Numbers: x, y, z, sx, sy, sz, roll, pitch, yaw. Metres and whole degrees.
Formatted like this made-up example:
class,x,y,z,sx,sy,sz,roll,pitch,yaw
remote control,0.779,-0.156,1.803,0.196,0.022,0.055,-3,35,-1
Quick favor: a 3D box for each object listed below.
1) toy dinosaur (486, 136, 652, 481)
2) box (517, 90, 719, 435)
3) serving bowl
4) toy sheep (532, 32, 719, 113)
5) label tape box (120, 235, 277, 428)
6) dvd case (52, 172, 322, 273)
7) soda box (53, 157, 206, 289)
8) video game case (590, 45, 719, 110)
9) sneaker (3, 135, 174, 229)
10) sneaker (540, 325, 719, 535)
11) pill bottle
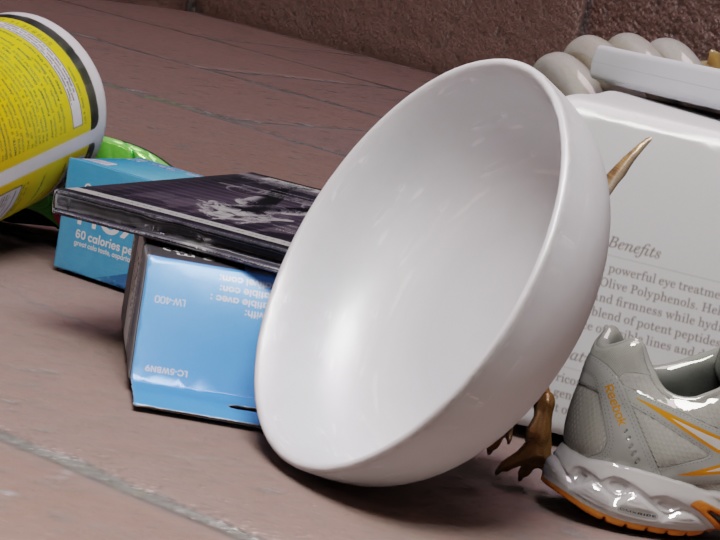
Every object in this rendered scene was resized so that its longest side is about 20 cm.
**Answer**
class,x,y,z,sx,sy,sz,roll,pitch,yaw
toy dinosaur,0.068,0.032,1.163,0.060,0.107,0.200,11,-35,-21
box,0.193,0.008,1.336,0.198,0.172,0.200,14,9,13
serving bowl,0.041,0.010,1.110,0.066,0.201,0.200,31,-2,-29
toy sheep,0.143,-0.076,1.510,0.199,0.138,0.138,-22,17,-12
label tape box,-0.042,0.027,1.259,0.144,0.064,0.200,10,8,-9
dvd case,-0.044,-0.025,1.320,0.148,0.016,0.200,15,11,25
soda box,-0.077,-0.011,1.447,0.199,0.068,0.064,17,12,33
video game case,0.244,-0.086,1.373,0.181,0.024,0.200,11,6,-20
sneaker,-0.183,-0.057,1.586,0.199,0.077,0.084,16,13,18
sneaker,0.186,0.078,1.141,0.199,0.092,0.076,11,8,-10
pill bottle,-0.237,-0.075,1.444,0.112,0.113,0.200,15,21,19
